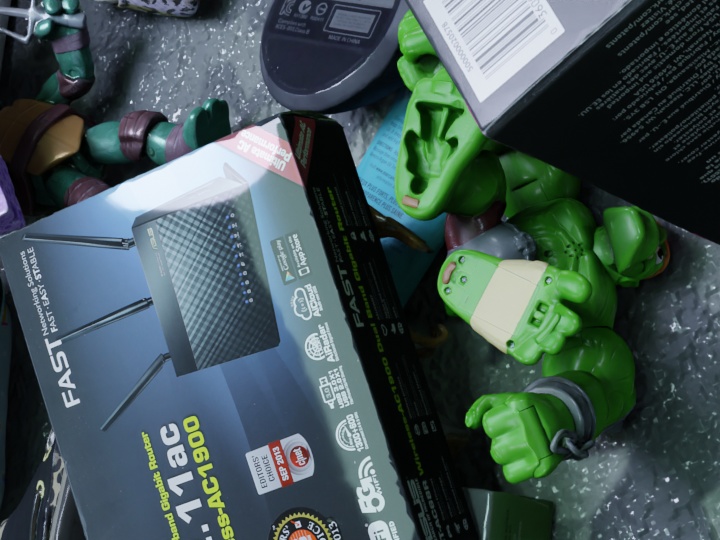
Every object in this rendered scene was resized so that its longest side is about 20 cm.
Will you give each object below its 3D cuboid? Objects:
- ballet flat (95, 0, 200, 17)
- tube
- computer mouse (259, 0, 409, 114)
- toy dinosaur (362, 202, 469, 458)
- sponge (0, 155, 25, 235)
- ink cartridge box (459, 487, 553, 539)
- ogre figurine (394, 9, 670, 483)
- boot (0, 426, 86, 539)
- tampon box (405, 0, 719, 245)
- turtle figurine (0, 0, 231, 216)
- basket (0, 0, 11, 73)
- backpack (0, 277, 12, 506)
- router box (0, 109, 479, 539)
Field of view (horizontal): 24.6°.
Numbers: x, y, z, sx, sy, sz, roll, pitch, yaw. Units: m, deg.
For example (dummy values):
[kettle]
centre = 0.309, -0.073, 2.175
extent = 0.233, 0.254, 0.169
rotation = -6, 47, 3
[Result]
[ballet flat]
centre = -0.168, -0.191, 0.925
extent = 0.200, 0.072, 0.072
rotation = 45, 105, 28
[tube]
centre = 0.000, 0.000, 0.793
extent = 0.077, 0.050, 0.201
rotation = 33, 95, 35
[computer mouse]
centre = 0.023, -0.157, 0.810
extent = 0.138, 0.053, 0.201
rotation = 22, 80, 38
[toy dinosaur]
centre = -0.027, 0.012, 0.741
extent = 0.200, 0.060, 0.106
rotation = 37, 95, 4
[sponge]
centre = -0.252, -0.085, 0.851
extent = 0.111, 0.030, 0.201
rotation = -24, 66, 2
[ink cartridge box]
centre = -0.014, 0.148, 0.759
extent = 0.199, 0.059, 0.104
rotation = 0, 80, 35
[ogre figurine]
centre = 0.069, -0.009, 0.699
extent = 0.098, 0.120, 0.200
rotation = -41, 61, 16
[boot]
centre = -0.132, 0.092, 0.825
extent = 0.154, 0.073, 0.205
rotation = -35, 39, 58
[tampon box]
centre = 0.112, -0.120, 0.643
extent = 0.126, 0.200, 0.150
rotation = -39, 59, 22
[turtle figurine]
centre = -0.174, -0.074, 0.893
extent = 0.199, 0.101, 0.150
rotation = 19, 77, 27
[basket]
centre = -0.298, -0.158, 0.985
extent = 0.135, 0.123, 0.201
rotation = -1, 79, 34
[backpack]
centre = -0.295, 0.072, 0.910
extent = 0.199, 0.153, 0.177
rotation = -4, 77, 16
[router box]
centre = -0.054, 0.051, 0.697
extent = 0.149, 0.062, 0.201
rotation = -22, 82, 23
